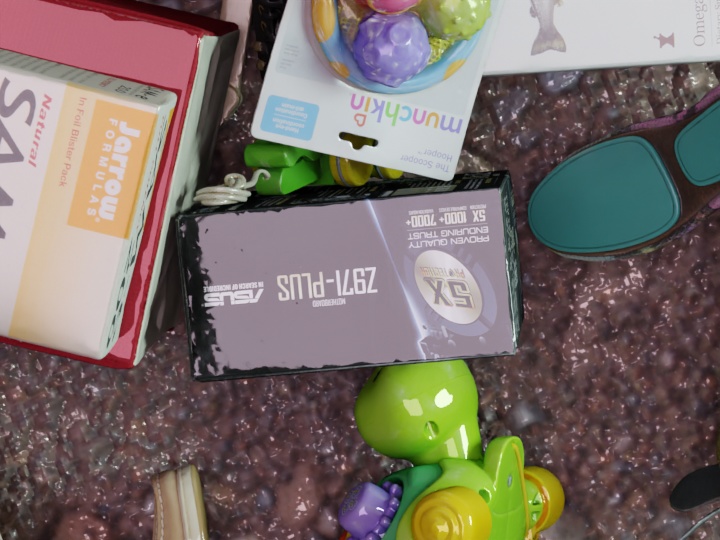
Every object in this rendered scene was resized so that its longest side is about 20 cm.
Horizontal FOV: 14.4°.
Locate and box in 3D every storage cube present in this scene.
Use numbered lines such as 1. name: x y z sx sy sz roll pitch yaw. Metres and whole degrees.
1. storage cube: -0.172 -0.063 1.458 0.180 0.171 0.200 14 96 2

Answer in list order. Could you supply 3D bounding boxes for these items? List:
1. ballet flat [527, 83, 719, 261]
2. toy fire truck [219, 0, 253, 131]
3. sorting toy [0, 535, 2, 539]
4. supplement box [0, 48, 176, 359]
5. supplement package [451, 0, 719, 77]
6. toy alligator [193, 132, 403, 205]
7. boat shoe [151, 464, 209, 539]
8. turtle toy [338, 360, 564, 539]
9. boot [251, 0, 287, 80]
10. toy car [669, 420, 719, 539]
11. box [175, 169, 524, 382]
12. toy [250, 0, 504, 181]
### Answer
1. ballet flat: 0.180 -0.059 1.522 0.200 0.071 0.069 -30 79 41
2. toy fire truck: -0.117 -0.106 1.561 0.141 0.049 0.200 -5 94 5
3. sorting toy: -0.259 0.199 1.560 0.185 0.036 0.200 -2 121 17
4. supplement box: -0.198 -0.045 1.339 0.200 0.074 0.126 13 97 1
5. supplement package: 0.114 -0.164 1.506 0.200 0.117 0.117 -4 97 5
6. toy alligator: -0.029 -0.070 1.487 0.059 0.200 0.054 0 97 28
7. boat shoe: -0.116 0.206 1.574 0.069 0.074 0.200 1 95 -2
8. turtle toy: 0.039 0.139 1.536 0.101 0.146 0.200 8 95 25
9. boot: -0.037 -0.154 1.478 0.077 0.200 0.138 12 99 18
10. toy car: 0.223 0.064 1.506 0.158 0.164 0.200 41 109 0
11. box: 0.000 0.000 1.485 0.164 0.200 0.086 -5 94 4
12. toy: 0.029 -0.147 1.410 0.115 0.047 0.200 12 98 -23
